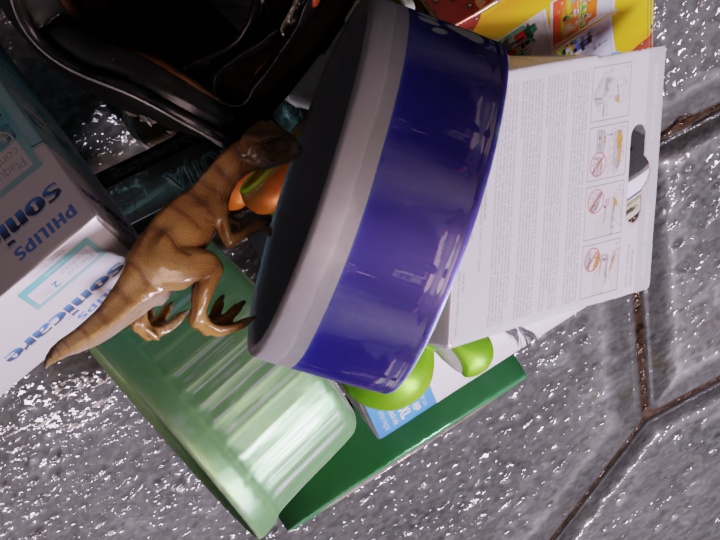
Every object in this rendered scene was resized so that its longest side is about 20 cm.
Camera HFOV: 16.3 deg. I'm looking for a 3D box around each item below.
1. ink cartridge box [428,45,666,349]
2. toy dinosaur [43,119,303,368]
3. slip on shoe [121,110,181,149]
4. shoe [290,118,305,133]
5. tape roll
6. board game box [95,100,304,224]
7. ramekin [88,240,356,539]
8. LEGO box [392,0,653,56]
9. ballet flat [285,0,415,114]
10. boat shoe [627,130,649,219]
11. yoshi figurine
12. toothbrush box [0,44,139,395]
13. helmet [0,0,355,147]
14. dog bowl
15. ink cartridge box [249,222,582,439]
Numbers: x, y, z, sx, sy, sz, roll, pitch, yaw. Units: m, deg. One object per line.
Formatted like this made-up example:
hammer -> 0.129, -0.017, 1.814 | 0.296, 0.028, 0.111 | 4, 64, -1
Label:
ink cartridge box -> 0.103, -0.050, 1.507 | 0.200, 0.057, 0.163 | -17, 115, -50
toy dinosaur -> -0.105, 0.002, 1.288 | 0.200, 0.060, 0.106 | -51, 146, -27
slip on shoe -> -0.065, -0.142, 1.486 | 0.200, 0.061, 0.076 | -46, 142, 12
shoe -> 0.033, -0.056, 1.574 | 0.053, 0.200, 0.070 | 91, 17, -74
tape roll -> 0.021, 0.110, 1.757 | 0.200, 0.048, 0.200 | -32, 175, -3
board game box -> -0.134, -0.046, 1.449 | 0.200, 0.028, 0.135 | -25, -171, 14
ramekin -> -0.093, 0.062, 1.577 | 0.098, 0.200, 0.200 | -41, 144, -8
LEGO box -> 0.100, -0.168, 1.538 | 0.149, 0.077, 0.200 | -32, 159, -7
ballet flat -> 0.012, -0.175, 1.407 | 0.069, 0.069, 0.200 | 5, 117, -42
boat shoe -> 0.128, -0.028, 1.757 | 0.200, 0.072, 0.062 | -28, 140, -17
yoshi figurine -> -0.008, 0.012, 1.523 | 0.112, 0.112, 0.200 | -32, 114, 35
toothbrush box -> -0.227, -0.039, 1.342 | 0.146, 0.200, 0.085 | -39, 155, 4
helmet -> -0.104, -0.176, 1.313 | 0.200, 0.191, 0.200 | -53, 174, -8
dog bowl -> 0.008, -0.039, 1.326 | 0.079, 0.200, 0.200 | 18, 124, -9
ink cartridge box -> 0.052, -0.008, 1.655 | 0.200, 0.145, 0.084 | -32, 145, -6
